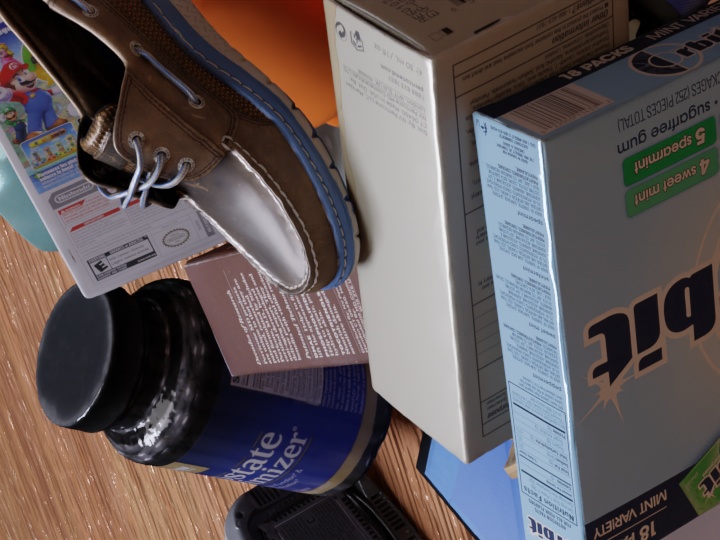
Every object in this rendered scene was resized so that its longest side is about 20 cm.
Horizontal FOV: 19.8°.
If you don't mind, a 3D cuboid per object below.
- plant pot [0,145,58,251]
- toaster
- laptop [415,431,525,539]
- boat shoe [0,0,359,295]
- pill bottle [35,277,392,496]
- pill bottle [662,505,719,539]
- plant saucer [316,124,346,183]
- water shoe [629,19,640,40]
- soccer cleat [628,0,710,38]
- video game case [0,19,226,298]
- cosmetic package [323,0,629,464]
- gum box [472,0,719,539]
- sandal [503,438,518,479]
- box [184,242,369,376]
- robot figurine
[{"bbox_3d":[-0.160,-0.108,1.196,0.201,0.161,0.201,52,-178,-2],"label":"plant pot"},{"bbox_3d":[-0.020,0.217,1.358,0.200,0.113,0.130,48,151,26],"label":"toaster"},{"bbox_3d":[0.062,0.152,1.160,0.103,0.201,0.178,17,140,8],"label":"laptop"},{"bbox_3d":[-0.084,-0.061,0.845,0.200,0.072,0.072,50,146,3],"label":"boat shoe"},{"bbox_3d":[-0.087,0.067,1.232,0.112,0.199,0.113,-21,62,48],"label":"pill bottle"},{"bbox_3d":[0.146,0.187,1.029,0.113,0.113,0.201,42,145,37],"label":"pill bottle"},{"bbox_3d":[0.030,-0.079,1.085,0.200,0.050,0.201,43,146,38],"label":"plant saucer"},{"bbox_3d":[0.111,-0.050,0.929,0.201,0.079,0.072,56,152,17],"label":"water shoe"},{"bbox_3d":[0.102,-0.168,0.882,0.065,0.084,0.200,36,-169,-38],"label":"soccer cleat"},{"bbox_3d":[-0.119,-0.083,1.094,0.018,0.142,0.201,-113,0,-47],"label":"video game case"},{"bbox_3d":[0.053,-0.034,0.842,0.073,0.103,0.201,36,143,41],"label":"cosmetic package"},{"bbox_3d":[0.133,0.001,0.832,0.044,0.169,0.201,29,136,48],"label":"gum box"},{"bbox_3d":[0.087,0.049,0.985,0.070,0.077,0.212,57,-176,6],"label":"sandal"},{"bbox_3d":[0.000,0.000,1.040,0.200,0.100,0.075,-7,107,63],"label":"box"},{"bbox_3d":[-0.056,-0.138,0.942,0.200,0.117,0.144,32,-158,-34],"label":"robot figurine"}]
